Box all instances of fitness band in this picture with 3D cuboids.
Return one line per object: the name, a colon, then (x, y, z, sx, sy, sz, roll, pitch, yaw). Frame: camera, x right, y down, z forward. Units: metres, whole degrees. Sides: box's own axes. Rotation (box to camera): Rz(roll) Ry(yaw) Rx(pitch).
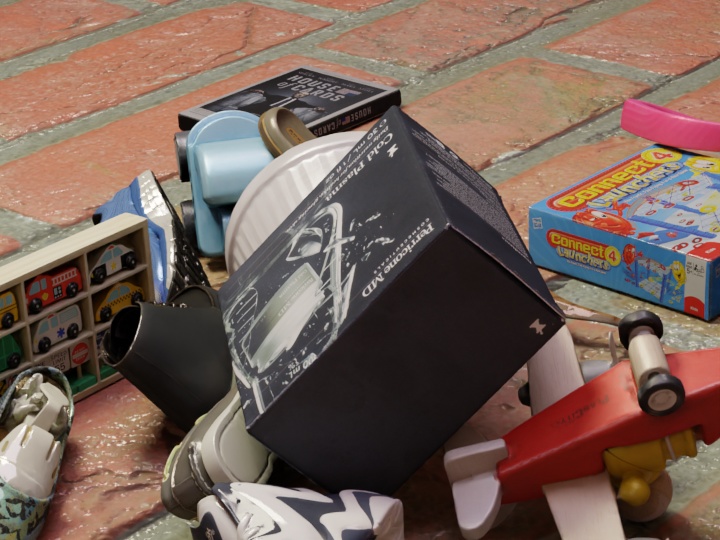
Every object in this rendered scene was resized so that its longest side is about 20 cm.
fitness band: (0.332, -0.137, 1.866, 0.143, 0.038, 0.200, 10, 8, -11)

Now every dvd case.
dvd case: (-0.075, -0.174, 2.088, 0.150, 0.025, 0.200, 19, 33, 39)

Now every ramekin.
ramekin: (0.000, 0.000, 1.498, 0.201, 0.203, 0.094, -8, 34, -9)

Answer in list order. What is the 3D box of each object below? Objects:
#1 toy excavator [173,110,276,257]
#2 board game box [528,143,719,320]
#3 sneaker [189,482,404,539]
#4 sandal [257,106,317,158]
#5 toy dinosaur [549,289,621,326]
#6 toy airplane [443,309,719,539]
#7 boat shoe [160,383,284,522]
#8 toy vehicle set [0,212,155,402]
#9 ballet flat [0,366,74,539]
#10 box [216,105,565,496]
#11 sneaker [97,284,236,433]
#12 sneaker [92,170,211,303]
toy excavator: (-0.106, -0.051, 1.710, 0.099, 0.196, 0.200, -7, -4, -8)
board game box: (0.285, -0.040, 1.705, 0.195, 0.056, 0.199, 19, 33, 40)
sneaker: (-0.065, 0.191, 1.219, 0.129, 0.080, 0.199, 6, 26, 23)
sandal: (-0.007, -0.081, 1.716, 0.200, 0.054, 0.080, 45, 22, 3)
toy dinosaur: (0.135, 0.022, 1.586, 0.106, 0.061, 0.199, -22, 31, -38)
toy airplane: (0.153, 0.130, 1.289, 0.199, 0.141, 0.201, 9, 62, 48)
boat shoe: (-0.086, 0.123, 1.377, 0.060, 0.072, 0.202, -33, 2, 20)
toy vehicle set: (-0.241, 0.046, 1.503, 0.026, 0.125, 0.200, 17, 32, 38)
ballet flat: (-0.241, 0.127, 1.378, 0.074, 0.075, 0.200, -4, 25, -2)
box: (0.015, 0.025, 1.340, 0.200, 0.124, 0.197, -46, 28, 13)
sneaker: (-0.147, 0.044, 1.496, 0.075, 0.106, 0.200, -45, 24, 11)
sneaker: (-0.191, -0.006, 1.693, 0.089, 0.079, 0.200, -30, 35, 0)
